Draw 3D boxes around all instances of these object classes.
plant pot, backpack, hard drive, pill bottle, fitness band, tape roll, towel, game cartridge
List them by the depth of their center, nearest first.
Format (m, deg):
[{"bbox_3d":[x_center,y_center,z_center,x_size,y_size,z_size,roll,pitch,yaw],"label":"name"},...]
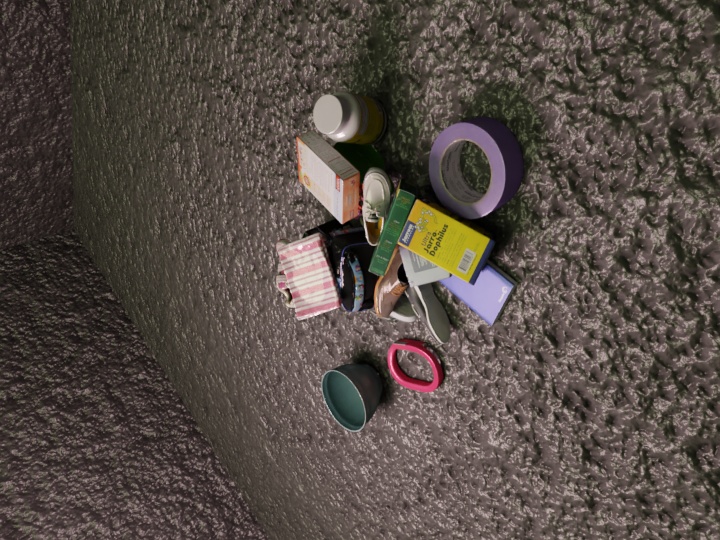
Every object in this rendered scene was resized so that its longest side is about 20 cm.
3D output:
[{"bbox_3d":[0.250,-0.224,1.191,0.196,0.084,0.207,23,125,37],"label":"tape roll"},{"bbox_3d":[-0.026,-0.367,1.316,0.109,0.198,0.117,5,100,31],"label":"pill bottle"},{"bbox_3d":[0.273,0.021,1.325,0.199,0.025,0.135,42,134,26],"label":"hard drive"},{"bbox_3d":[0.155,-0.073,1.332,0.129,0.041,0.208,-14,96,22],"label":"game cartridge"},{"bbox_3d":[-0.137,0.017,1.450,0.142,0.030,0.207,-18,90,26],"label":"towel"},{"bbox_3d":[0.000,0.000,1.486,0.134,0.177,0.207,38,132,51],"label":"backpack"},{"bbox_3d":[0.154,0.273,1.568,0.196,0.037,0.149,4,113,47],"label":"fitness band"},{"bbox_3d":[-0.011,0.380,1.719,0.197,0.132,0.207,24,125,38],"label":"plant pot"}]

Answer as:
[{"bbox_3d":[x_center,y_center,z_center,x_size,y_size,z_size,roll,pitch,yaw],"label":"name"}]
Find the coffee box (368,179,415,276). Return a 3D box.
[{"bbox_3d":[0.075,-0.103,1.273,0.043,0.124,0.206,20,112,-1],"label":"coffee box"}]

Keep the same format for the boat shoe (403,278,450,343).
[{"bbox_3d":[0.175,0.101,1.439,0.060,0.074,0.206,-34,71,48],"label":"boat shoe"}]

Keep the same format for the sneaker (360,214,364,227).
[{"bbox_3d":[0.085,-0.142,1.428,0.196,0.074,0.110,27,115,35],"label":"sneaker"}]

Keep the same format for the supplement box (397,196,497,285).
[{"bbox_3d":[0.198,-0.071,1.235,0.195,0.109,0.112,29,106,10],"label":"supplement box"}]

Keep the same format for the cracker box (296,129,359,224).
[{"bbox_3d":[-0.081,-0.232,1.340,0.200,0.057,0.137,47,151,30],"label":"cracker box"}]

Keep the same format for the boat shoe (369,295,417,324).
[{"bbox_3d":[0.094,0.112,1.540,0.197,0.071,0.073,24,136,48],"label":"boat shoe"}]

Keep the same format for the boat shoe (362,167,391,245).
[{"bbox_3d":[0.035,-0.149,1.325,0.068,0.071,0.205,7,134,5],"label":"boat shoe"}]

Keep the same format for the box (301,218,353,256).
[{"bbox_3d":[-0.109,-0.040,1.603,0.086,0.161,0.203,45,136,19],"label":"box"}]

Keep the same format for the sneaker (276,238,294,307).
[{"bbox_3d":[-0.196,0.013,1.531,0.080,0.087,0.206,-17,96,48],"label":"sneaker"}]

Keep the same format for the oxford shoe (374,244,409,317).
[{"bbox_3d":[0.088,0.038,1.428,0.073,0.069,0.207,46,126,57],"label":"oxford shoe"}]

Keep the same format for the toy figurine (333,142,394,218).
[{"bbox_3d":[-0.016,-0.211,1.447,0.201,0.149,0.186,47,141,13],"label":"toy figurine"}]
